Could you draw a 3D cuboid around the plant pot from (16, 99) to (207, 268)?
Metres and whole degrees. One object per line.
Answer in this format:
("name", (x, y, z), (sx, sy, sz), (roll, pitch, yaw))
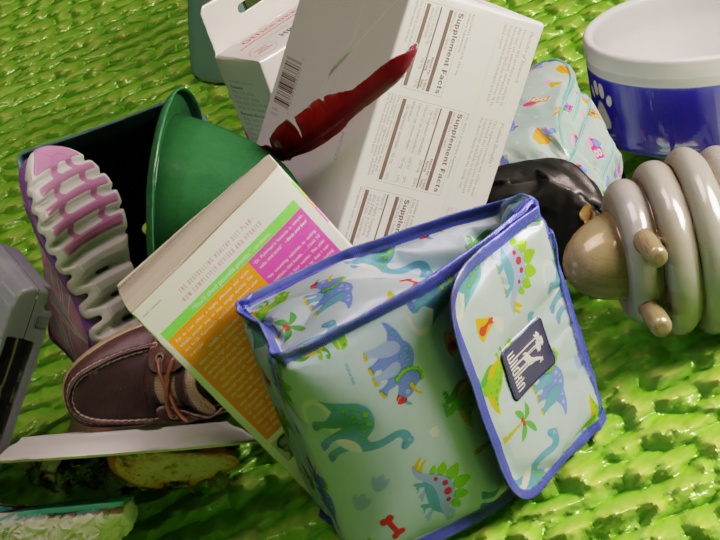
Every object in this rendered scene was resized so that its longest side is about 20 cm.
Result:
("plant pot", (-0.163, -0.043, 1.781), (0.140, 0.143, 0.200), (-19, -3, 7))

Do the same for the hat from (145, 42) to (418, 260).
("hat", (-0.043, -0.041, 1.496), (0.174, 0.167, 0.200), (2, -14, 7))

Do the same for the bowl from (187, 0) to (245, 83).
("bowl", (-0.097, -0.284, 2.268), (0.199, 0.106, 0.201), (-18, 27, 9))

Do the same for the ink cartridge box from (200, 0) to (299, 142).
("ink cartridge box", (-0.043, -0.152, 1.859), (0.115, 0.201, 0.068), (-36, 29, -28))

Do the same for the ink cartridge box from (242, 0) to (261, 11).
("ink cartridge box", (-0.037, -0.219, 1.987), (0.082, 0.201, 0.146), (-32, 27, -12))

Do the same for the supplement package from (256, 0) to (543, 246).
("supplement package", (0.017, -0.102, 1.542), (0.110, 0.202, 0.156), (13, 11, -30))

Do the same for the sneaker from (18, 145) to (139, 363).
("sneaker", (-0.207, 0.008, 1.645), (0.088, 0.201, 0.080), (-25, 0, 44))

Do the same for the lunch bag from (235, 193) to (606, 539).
("lunch bag", (0.048, 0.066, 1.404), (0.199, 0.171, 0.127), (-25, 26, -11))

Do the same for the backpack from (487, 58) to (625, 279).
("backpack", (0.126, -0.065, 1.648), (0.166, 0.127, 0.200), (-15, 23, 22))

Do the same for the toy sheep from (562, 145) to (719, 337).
("toy sheep", (0.230, -0.020, 1.482), (0.198, 0.139, 0.138), (-8, 25, -6))

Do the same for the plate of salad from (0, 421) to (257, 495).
("plate of salad", (-0.159, 0.132, 1.525), (0.198, 0.049, 0.200), (-5, -3, 0))

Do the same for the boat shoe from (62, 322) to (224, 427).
("boat shoe", (-0.116, 0.070, 1.558), (0.198, 0.073, 0.072), (-11, 9, 5))

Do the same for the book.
("book", (-0.043, 0.040, 1.453), (0.133, 0.200, 0.048), (-42, 27, 0))

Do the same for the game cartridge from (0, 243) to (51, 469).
("game cartridge", (-0.281, 0.087, 1.626), (0.040, 0.202, 0.133), (16, 10, -24))

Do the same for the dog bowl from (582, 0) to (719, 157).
("dog bowl", (0.274, -0.158, 1.723), (0.198, 0.079, 0.200), (-9, 22, 4))

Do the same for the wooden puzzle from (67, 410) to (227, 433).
("wooden puzzle", (-0.127, 0.071, 1.695), (0.199, 0.037, 0.185), (-21, 26, 14))

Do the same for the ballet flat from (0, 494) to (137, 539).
("ballet flat", (-0.229, 0.186, 1.516), (0.199, 0.072, 0.072), (-5, 30, 31))
